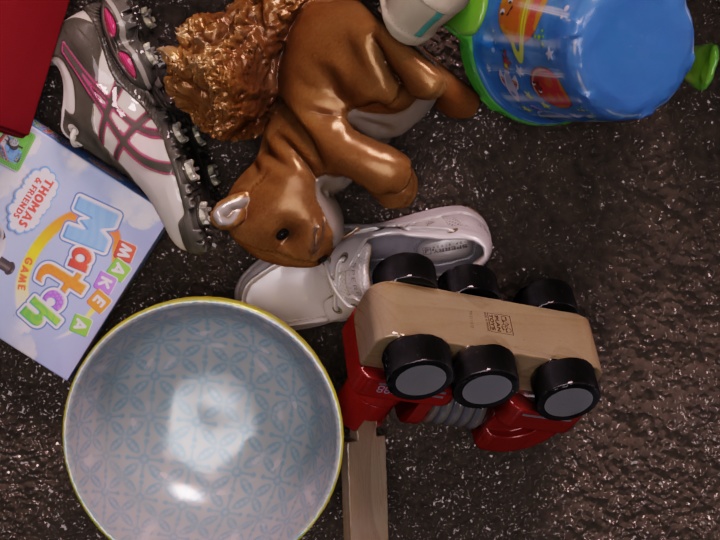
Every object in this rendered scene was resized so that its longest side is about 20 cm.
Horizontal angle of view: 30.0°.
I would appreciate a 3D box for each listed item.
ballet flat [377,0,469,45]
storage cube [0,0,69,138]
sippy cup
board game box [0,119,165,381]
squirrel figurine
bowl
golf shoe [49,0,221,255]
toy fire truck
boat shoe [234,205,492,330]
[{"bbox_3d":[0.026,-0.215,0.911,0.069,0.200,0.070,-4,128,-5],"label":"ballet flat"},{"bbox_3d":[-0.303,-0.200,0.881,0.171,0.180,0.200,16,91,8],"label":"storage cube"},{"bbox_3d":[0.154,-0.158,0.915,0.178,0.130,0.140,-27,113,-13],"label":"sippy cup"},{"bbox_3d":[-0.262,-0.035,1.002,0.200,0.037,0.151,32,97,-5],"label":"board game box"},{"bbox_3d":[-0.046,-0.107,0.949,0.200,0.142,0.187,40,101,4],"label":"squirrel figurine"},{"bbox_3d":[-0.110,0.110,0.987,0.200,0.108,0.201,0,99,0],"label":"bowl"},{"bbox_3d":[-0.163,-0.097,0.974,0.088,0.077,0.200,-23,85,9],"label":"golf shoe"},{"bbox_3d":[0.059,0.106,0.978,0.176,0.129,0.200,10,138,-21],"label":"toy fire truck"},{"bbox_3d":[0.000,0.000,0.989,0.200,0.069,0.071,-18,101,4],"label":"boat shoe"}]
